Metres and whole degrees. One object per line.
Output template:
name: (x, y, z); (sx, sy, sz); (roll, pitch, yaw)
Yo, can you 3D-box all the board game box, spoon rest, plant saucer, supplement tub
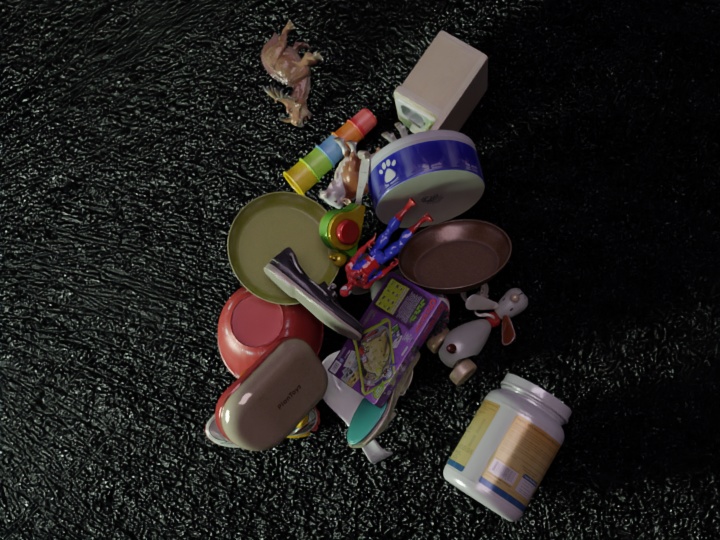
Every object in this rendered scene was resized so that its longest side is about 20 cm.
board game box: (0.043, 0.112, 1.472); (0.120, 0.032, 0.201); (30, 85, 43)
spoon rest: (-0.008, 0.231, 1.533); (0.099, 0.061, 0.201); (-29, 74, 10)
plant saucer: (0.165, -0.018, 1.551); (0.198, 0.037, 0.201); (-10, 35, 7)
supplement tub: (0.240, 0.284, 1.445); (0.144, 0.145, 0.201); (30, 81, 14)
plant saucer: (-0.131, -0.036, 1.540); (0.198, 0.031, 0.202); (3, 75, -12)

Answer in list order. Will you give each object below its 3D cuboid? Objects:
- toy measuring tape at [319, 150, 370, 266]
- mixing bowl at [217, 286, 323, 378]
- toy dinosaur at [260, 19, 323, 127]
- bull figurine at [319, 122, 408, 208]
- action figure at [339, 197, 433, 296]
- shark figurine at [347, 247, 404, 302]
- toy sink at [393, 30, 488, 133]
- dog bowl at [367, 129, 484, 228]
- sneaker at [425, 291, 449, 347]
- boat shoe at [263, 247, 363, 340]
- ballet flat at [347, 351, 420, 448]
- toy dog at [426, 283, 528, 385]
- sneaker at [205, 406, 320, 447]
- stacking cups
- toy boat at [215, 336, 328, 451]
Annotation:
toy measuring tape: (-0.029, -0.107, 1.511); (0.073, 0.074, 0.202); (10, 95, 10)
mixing bowl: (-0.169, 0.099, 1.570); (0.198, 0.108, 0.202); (-2, 75, 6)
toy dinosaur: (-0.147, -0.388, 1.714); (0.135, 0.086, 0.200); (-39, 68, 3)
bull figurine: (0.014, -0.189, 1.633); (0.198, 0.065, 0.122); (-16, 116, -5)
action figure: (0.035, -0.031, 1.503); (0.065, 0.052, 0.200); (40, 100, -15)
shark figurine: (-0.005, -0.017, 1.584); (0.214, 0.090, 0.128); (30, 62, 30)
toy sink: (0.134, -0.308, 1.628); (0.112, 0.130, 0.201); (32, 82, 15)
dog bowl: (0.112, -0.155, 1.547); (0.198, 0.200, 0.079); (-15, 66, 3)
sneaker: (0.072, 0.104, 1.549); (0.199, 0.075, 0.081); (-28, 106, 20)
boat shoe: (-0.066, 0.037, 1.481); (0.199, 0.073, 0.063); (38, 71, 5)
ballet flat: (0.046, 0.210, 1.479); (0.067, 0.062, 0.201); (15, 75, 50)
toy dog: (0.198, 0.098, 1.526); (0.131, 0.096, 0.201); (27, 80, 13)
sneaker: (-0.173, 0.256, 1.541); (0.198, 0.082, 0.079); (-11, 74, 5)
stacking cups: (-0.055, -0.227, 1.673); (0.200, 0.061, 0.060); (-44, 74, -9)
toy boat: (-0.159, 0.198, 1.477); (0.200, 0.131, 0.130); (-44, 31, -23)
